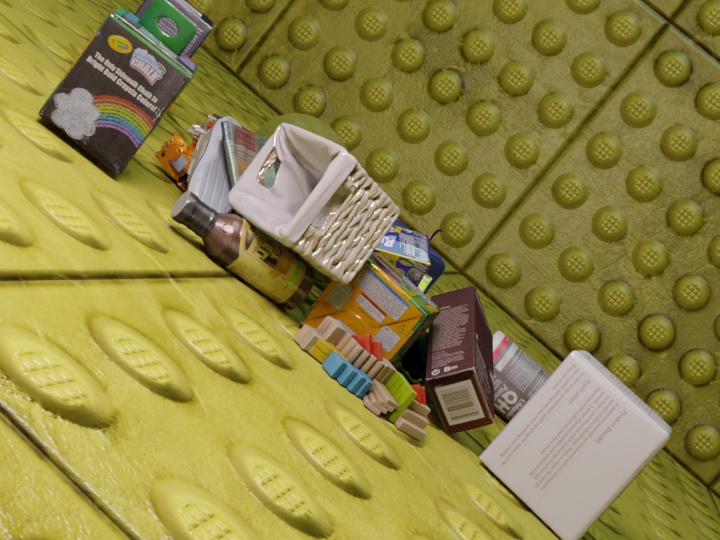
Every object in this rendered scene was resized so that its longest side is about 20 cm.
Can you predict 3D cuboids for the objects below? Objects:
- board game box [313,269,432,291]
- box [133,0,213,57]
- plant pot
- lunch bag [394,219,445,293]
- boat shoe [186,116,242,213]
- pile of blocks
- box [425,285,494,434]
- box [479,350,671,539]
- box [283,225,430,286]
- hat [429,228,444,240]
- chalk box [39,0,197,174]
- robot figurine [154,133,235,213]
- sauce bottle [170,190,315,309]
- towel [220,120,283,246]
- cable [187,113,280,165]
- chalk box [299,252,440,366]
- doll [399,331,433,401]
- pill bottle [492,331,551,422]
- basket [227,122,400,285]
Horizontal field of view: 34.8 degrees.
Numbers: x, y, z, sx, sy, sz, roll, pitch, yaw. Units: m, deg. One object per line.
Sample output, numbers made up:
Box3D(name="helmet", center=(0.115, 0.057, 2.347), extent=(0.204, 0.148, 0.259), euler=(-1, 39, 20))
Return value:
Box3D(name="board game box", center=(0.000, 0.000, 1.769), extent=(0.199, 0.102, 0.048), euler=(35, -36, 0))
Box3D(name="box", center=(-0.329, -0.336, 1.790), extent=(0.107, 0.200, 0.149), euler=(36, 8, -14))
Box3D(name="plant pot", center=(-0.089, -0.163, 1.896), extent=(0.187, 0.188, 0.200), euler=(37, -2, -16))
Box3D(name="lunch bag", center=(0.044, -0.022, 2.033), extent=(0.132, 0.136, 0.200), euler=(46, 10, 37))
Box3D(name="boat shoe", center=(-0.205, -0.128, 1.581), extent=(0.072, 0.062, 0.201), euler=(42, 38, -28))
Box3D(name="pile of blocks", center=(0.016, 0.122, 1.385), extent=(0.200, 0.062, 0.082), euler=(38, 8, -13))
Box3D(name="box", center=(0.140, 0.121, 1.593), extent=(0.201, 0.074, 0.101), euler=(-84, 155, -57))
Box3D(name="box", center=(0.301, 0.237, 1.582), extent=(0.171, 0.199, 0.200), euler=(42, 8, 15))
Box3D(name="box", center=(-0.005, -0.032, 1.618), extent=(0.198, 0.070, 0.065), euler=(16, 40, -15))
Box3D(name="hat", center=(0.069, 0.007, 1.840), extent=(0.165, 0.176, 0.200), euler=(34, 10, -35))
Box3D(name="chalk box", center=(-0.285, -0.244, 1.433), extent=(0.125, 0.200, 0.124), euler=(38, 8, -14))
Box3D(name="robot figurine", center=(-0.202, -0.114, 1.676), extent=(0.200, 0.058, 0.145), euler=(41, 10, 9))
Box3D(name="sauce bottle", center=(-0.147, -0.027, 1.437), extent=(0.199, 0.065, 0.065), euler=(36, 9, -26))
Box3D(name="towel", center=(-0.142, -0.098, 1.593), extent=(0.147, 0.022, 0.202), euler=(16, 62, -71))
Box3D(name="cable", center=(-0.166, -0.182, 1.741), extent=(0.199, 0.051, 0.097), euler=(27, 8, -16))
Box3D(name="chalk box", center=(0.020, 0.059, 1.529), extent=(0.125, 0.124, 0.200), euler=(41, 8, 7))
Box3D(name="doll", center=(0.065, 0.101, 1.661), extent=(0.201, 0.048, 0.137), euler=(57, -23, 21))
Box3D(name="pill bottle", center=(0.274, 0.206, 1.948), extent=(0.200, 0.111, 0.111), euler=(41, 8, 6))
Box3D(name="basket", center=(-0.059, -0.084, 1.448), extent=(0.123, 0.136, 0.200), euler=(39, -3, -32))
